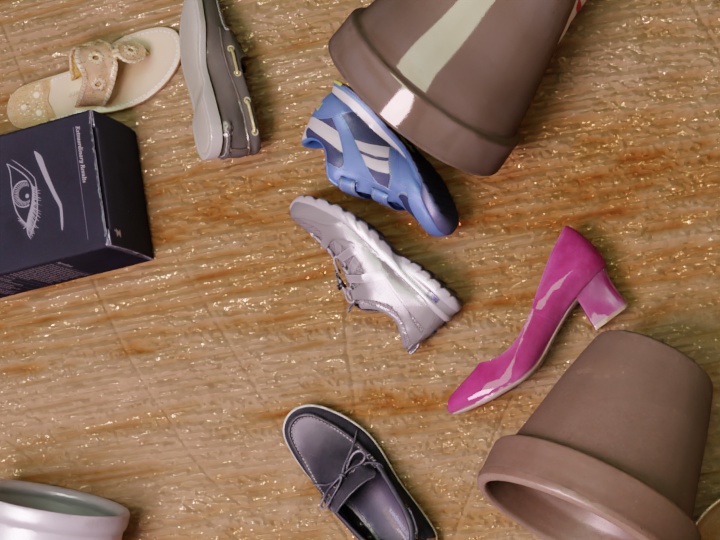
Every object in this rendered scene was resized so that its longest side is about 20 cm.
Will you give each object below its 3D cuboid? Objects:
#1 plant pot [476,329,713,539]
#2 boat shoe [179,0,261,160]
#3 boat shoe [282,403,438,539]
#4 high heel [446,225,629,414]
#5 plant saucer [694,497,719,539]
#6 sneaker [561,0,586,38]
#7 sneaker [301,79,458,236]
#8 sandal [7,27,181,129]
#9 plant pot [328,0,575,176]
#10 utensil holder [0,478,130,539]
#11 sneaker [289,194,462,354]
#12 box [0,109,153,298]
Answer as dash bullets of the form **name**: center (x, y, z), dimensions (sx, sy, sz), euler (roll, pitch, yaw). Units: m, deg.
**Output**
- **plant pot**: center (0.226, 0.154, 1.287), dimensions (0.200, 0.200, 0.175), euler (23, 71, 20)
- **boat shoe**: center (-0.146, -0.205, 1.513), dimensions (0.060, 0.072, 0.203), euler (-1, 64, -22)
- **boat shoe**: center (-0.005, 0.204, 1.407), dimensions (0.075, 0.062, 0.200), euler (-45, 70, 9)
- **high heel**: center (0.146, 0.049, 1.370), dimensions (0.200, 0.067, 0.096), euler (-36, 83, 5)
- **plant saucer**: center (0.376, 0.281, 1.282), dimensions (0.199, 0.035, 0.201), euler (-2, 82, 18)
- **sneaker**: center (0.204, -0.281, 1.412), dimensions (0.071, 0.112, 0.200), euler (40, 126, 17)
- **sneaker**: center (0.019, -0.096, 1.439), dimensions (0.082, 0.074, 0.200), euler (-45, 64, 10)
- **sandal**: center (-0.292, -0.204, 1.556), dimensions (0.211, 0.070, 0.078), euler (-21, 76, 15)
- **plant pot**: center (0.099, -0.214, 1.338), dimensions (0.200, 0.200, 0.174), euler (48, 114, 18)
- **utensil holder**: center (-0.329, 0.320, 1.444), dimensions (0.169, 0.170, 0.201), euler (10, 87, 19)
- **sneaker**: center (0.000, 0.000, 1.426), dimensions (0.200, 0.075, 0.082), euler (39, 94, 19)
- **box**: center (-0.332, -0.065, 1.532), dimensions (0.199, 0.104, 0.149), euler (-12, 78, 16)
